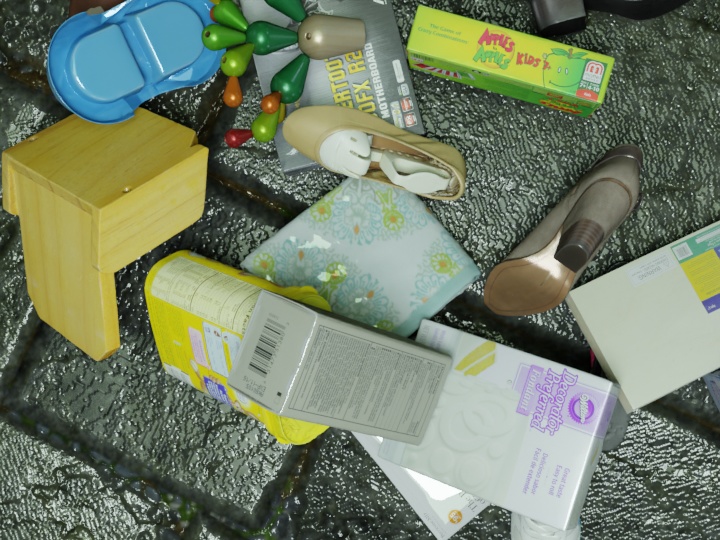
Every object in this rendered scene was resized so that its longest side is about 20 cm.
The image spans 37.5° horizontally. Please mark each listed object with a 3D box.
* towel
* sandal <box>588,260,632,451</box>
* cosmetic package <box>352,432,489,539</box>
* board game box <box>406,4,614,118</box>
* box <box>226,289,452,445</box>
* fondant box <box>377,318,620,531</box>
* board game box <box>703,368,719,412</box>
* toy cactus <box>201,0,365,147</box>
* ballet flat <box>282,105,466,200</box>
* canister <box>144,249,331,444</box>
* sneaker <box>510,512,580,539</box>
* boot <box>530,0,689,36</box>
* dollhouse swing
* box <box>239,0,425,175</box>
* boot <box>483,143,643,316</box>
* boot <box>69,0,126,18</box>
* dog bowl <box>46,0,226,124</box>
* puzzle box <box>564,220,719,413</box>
[{"bbox_3d":[0.000,0.000,1.093,0.200,0.048,0.172,-38,83,-15],"label":"towel"},{"bbox_3d":[0.268,0.091,1.100,0.074,0.045,0.202,11,91,6],"label":"sandal"},{"bbox_3d":[0.052,0.180,1.116,0.082,0.051,0.200,-40,87,5],"label":"cosmetic package"},{"bbox_3d":[0.149,-0.211,1.082,0.198,0.102,0.048,17,92,5],"label":"board game box"},{"bbox_3d":[-0.013,0.091,0.960,0.077,0.199,0.096,21,88,42],"label":"box"},{"bbox_3d":[0.133,0.146,1.028,0.199,0.058,0.146,18,87,23],"label":"fondant box"},{"bbox_3d":[0.407,0.184,1.012,0.041,0.200,0.201,-25,88,3],"label":"board game box"},{"bbox_3d":[-0.079,-0.229,1.072,0.163,0.102,0.202,-5,87,-13],"label":"toy cactus"},{"bbox_3d":[0.020,-0.116,1.067,0.198,0.063,0.069,11,127,-16],"label":"ballet flat"},{"bbox_3d":[-0.119,0.069,1.050,0.199,0.086,0.150,19,128,41],"label":"canister"},{"bbox_3d":[0.189,0.226,1.080,0.076,0.081,0.202,8,94,21],"label":"sneaker"},{"bbox_3d":[0.254,-0.359,1.106,0.187,0.068,0.202,-11,82,12],"label":"boot"},{"bbox_3d":[-0.253,-0.043,1.094,0.181,0.199,0.177,-35,131,-30],"label":"dollhouse swing"},{"bbox_3d":[-0.030,-0.218,1.124,0.157,0.048,0.202,-14,89,4],"label":"box"},{"bbox_3d":[0.212,-0.042,1.080,0.070,0.200,0.147,40,58,-9],"label":"boot"},{"bbox_3d":[-0.250,-0.328,1.059,0.188,0.200,0.069,-42,88,3],"label":"boot"},{"bbox_3d":[-0.234,-0.225,1.098,0.199,0.049,0.112,-32,107,-26],"label":"dog bowl"},{"bbox_3d":[0.323,0.042,1.068,0.199,0.025,0.134,-24,74,-9],"label":"puzzle box"}]
